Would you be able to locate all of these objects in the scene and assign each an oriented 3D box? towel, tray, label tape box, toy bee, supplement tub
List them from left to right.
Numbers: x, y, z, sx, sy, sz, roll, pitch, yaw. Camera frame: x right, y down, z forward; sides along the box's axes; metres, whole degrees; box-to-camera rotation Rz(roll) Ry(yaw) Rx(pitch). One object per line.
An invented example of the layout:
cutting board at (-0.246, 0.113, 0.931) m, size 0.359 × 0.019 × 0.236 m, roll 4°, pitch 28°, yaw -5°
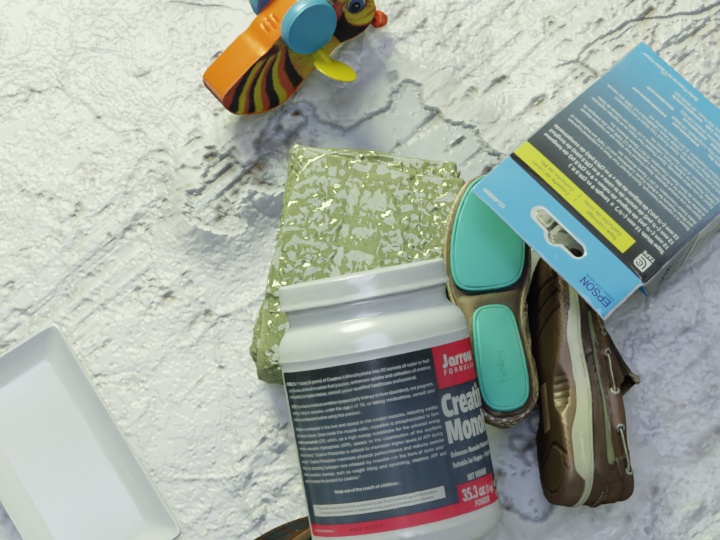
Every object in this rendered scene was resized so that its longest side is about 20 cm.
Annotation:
tray at (-0.229, 0.149, 1.515) m, size 0.107 × 0.022 × 0.201 m, roll -32°, pitch 73°, yaw -5°
toy bee at (-0.029, -0.198, 1.575) m, size 0.200 × 0.108 × 0.131 m, roll -35°, pitch 55°, yaw 25°
towel at (0.000, 0.000, 1.538) m, size 0.147 × 0.037 × 0.201 m, roll 8°, pitch 73°, yaw 6°
supplement tub at (0.018, 0.100, 1.423) m, size 0.139 × 0.140 × 0.201 m, roll -10°, pitch 91°, yaw 1°
label tape box at (0.196, -0.060, 1.505) m, size 0.200 × 0.066 × 0.143 m, roll -41°, pitch 75°, yaw -21°

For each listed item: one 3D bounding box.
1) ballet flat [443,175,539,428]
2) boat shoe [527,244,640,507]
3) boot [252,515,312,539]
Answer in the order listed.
ballet flat at (0.097, 0.028, 1.505) m, size 0.070 × 0.065 × 0.201 m, roll 0°, pitch 68°, yaw -1°
boat shoe at (0.171, 0.081, 1.490) m, size 0.074 × 0.075 × 0.204 m, roll 6°, pitch 70°, yaw -18°
boot at (-0.085, 0.268, 1.457) m, size 0.200 × 0.075 × 0.097 m, roll -35°, pitch 99°, yaw -18°
